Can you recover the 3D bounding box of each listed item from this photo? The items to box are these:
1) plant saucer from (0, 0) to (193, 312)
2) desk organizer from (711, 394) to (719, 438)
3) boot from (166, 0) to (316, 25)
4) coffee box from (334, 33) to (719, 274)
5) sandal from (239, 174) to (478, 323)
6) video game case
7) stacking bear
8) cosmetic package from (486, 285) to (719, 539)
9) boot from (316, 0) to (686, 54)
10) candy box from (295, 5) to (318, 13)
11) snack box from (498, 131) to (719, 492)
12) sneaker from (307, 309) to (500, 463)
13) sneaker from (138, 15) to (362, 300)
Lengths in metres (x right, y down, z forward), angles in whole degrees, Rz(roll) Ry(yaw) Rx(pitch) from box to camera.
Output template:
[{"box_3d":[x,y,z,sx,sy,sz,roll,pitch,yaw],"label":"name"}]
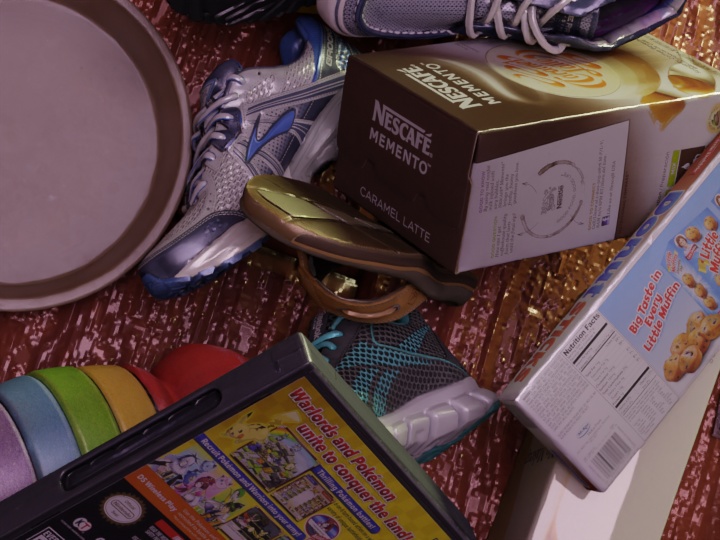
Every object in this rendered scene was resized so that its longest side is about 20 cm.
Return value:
[{"box_3d":[-0.192,-0.075,1.154,0.199,0.029,0.201,3,78,-13],"label":"plant saucer"},{"box_3d":[0.269,0.005,1.217,0.071,0.077,0.201,16,76,-9],"label":"desk organizer"},{"box_3d":[-0.055,-0.223,1.151,0.197,0.074,0.163,-15,60,-32],"label":"boot"},{"box_3d":[0.100,-0.071,1.134,0.199,0.114,0.080,-12,122,-36],"label":"coffee box"},{"box_3d":[0.000,0.000,1.115,0.080,0.200,0.054,33,95,28],"label":"sandal"},{"box_3d":[-0.059,0.131,1.042,0.180,0.200,0.026,-29,47,9],"label":"video game case"},{"box_3d":[-0.135,0.095,1.094,0.199,0.122,0.114,-17,39,-27],"label":"stacking bear"},{"box_3d":[0.130,0.107,1.154,0.071,0.105,0.201,24,74,-6],"label":"cosmetic package"},{"box_3d":[0.080,-0.152,1.127,0.199,0.073,0.090,-21,50,-27],"label":"boot"},{"box_3d":[0.030,-0.187,1.208,0.199,0.026,0.103,3,51,-12],"label":"candy box"},{"box_3d":[0.161,0.018,1.104,0.072,0.024,0.200,45,75,-13],"label":"snack box"},{"box_3d":[-0.012,0.066,1.117,0.200,0.078,0.091,-10,64,-56],"label":"sneaker"},{"box_3d":[-0.065,-0.065,1.149,0.085,0.077,0.200,46,57,-7],"label":"sneaker"}]
